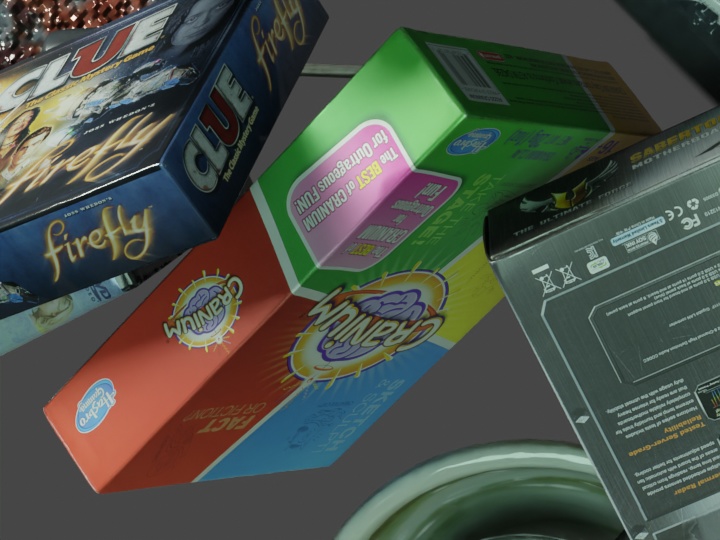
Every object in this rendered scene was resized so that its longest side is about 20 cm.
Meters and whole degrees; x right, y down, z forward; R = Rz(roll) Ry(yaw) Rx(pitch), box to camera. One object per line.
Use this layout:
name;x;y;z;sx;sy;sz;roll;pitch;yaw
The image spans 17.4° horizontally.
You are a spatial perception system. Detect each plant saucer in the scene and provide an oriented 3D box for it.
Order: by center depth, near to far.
plant saucer;0.077;0.151;0.956;0.199;0.050;0.201;4;113;10

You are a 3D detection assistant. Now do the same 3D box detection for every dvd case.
dvd case;-0.144;0.021;0.895;0.199;0.143;0.018;-26;96;20

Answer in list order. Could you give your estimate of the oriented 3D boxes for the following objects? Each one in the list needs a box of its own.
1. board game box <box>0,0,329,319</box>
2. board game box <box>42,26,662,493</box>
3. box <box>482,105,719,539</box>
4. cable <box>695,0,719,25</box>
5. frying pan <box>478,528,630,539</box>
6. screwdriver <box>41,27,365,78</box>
board game box;-0.117;-0.035;0.843;0.199;0.136;0.035;-19;120;31
board game box;0.000;0.000;0.853;0.200;0.153;0.040;-46;67;25
box;0.164;0.013;0.802;0.199;0.048;0.159;-25;110;12
cable;0.128;-0.191;0.791;0.199;0.069;0.200;29;114;-1
frying pan;0.098;0.139;0.907;0.190;0.031;0.115;-30;104;25
screwdriver;-0.026;-0.079;0.889;0.199;0.028;0.029;0;141;15
